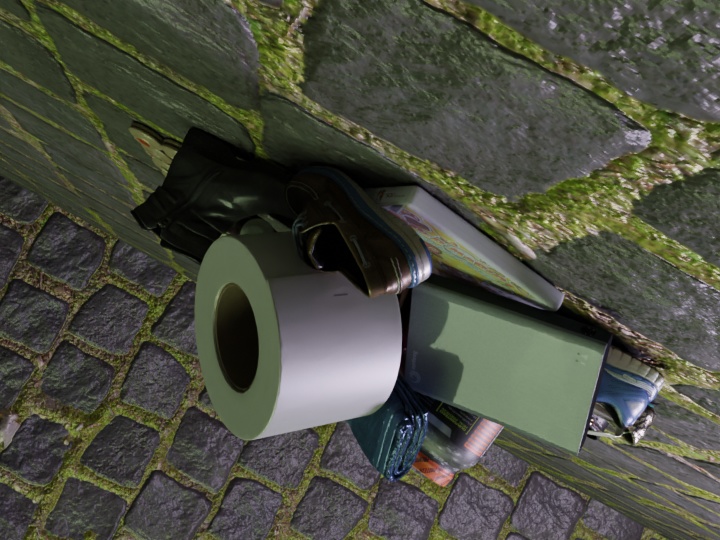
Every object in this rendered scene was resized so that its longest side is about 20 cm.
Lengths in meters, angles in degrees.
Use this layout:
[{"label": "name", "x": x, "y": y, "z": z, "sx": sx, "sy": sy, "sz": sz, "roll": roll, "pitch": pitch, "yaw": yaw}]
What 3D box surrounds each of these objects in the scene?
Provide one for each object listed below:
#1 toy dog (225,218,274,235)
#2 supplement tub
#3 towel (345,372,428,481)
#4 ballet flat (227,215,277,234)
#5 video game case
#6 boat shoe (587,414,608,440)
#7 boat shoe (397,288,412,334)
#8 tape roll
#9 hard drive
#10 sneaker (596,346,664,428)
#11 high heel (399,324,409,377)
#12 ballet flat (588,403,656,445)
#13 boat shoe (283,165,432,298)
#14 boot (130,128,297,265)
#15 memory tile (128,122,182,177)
[{"label": "toy dog", "x": -0.119, "y": 0.017, "z": 1.076, "sx": 0.131, "sy": 0.097, "sz": 0.200, "roll": -12, "pitch": 154, "yaw": 26}, {"label": "supplement tub", "x": 0.120, "y": 0.141, "z": 0.964, "sx": 0.122, "sy": 0.200, "sz": 0.123, "roll": 38, "pitch": 178, "yaw": 1}, {"label": "towel", "x": 0.004, "y": 0.129, "z": 0.927, "sx": 0.048, "sy": 0.112, "sz": 0.200, "roll": -12, "pitch": -135, "yaw": -30}, {"label": "ballet flat", "x": -0.151, "y": -0.052, "z": 1.099, "sx": 0.067, "sy": 0.046, "sz": 0.200, "roll": 44, "pitch": -176, "yaw": 34}, {"label": "video game case", "x": 0.077, "y": -0.022, "z": 0.826, "sx": 0.199, "sy": 0.023, "sz": 0.182, "roll": 33, "pitch": 168, "yaw": -26}, {"label": "boat shoe", "x": 0.274, "y": 0.171, "z": 1.149, "sx": 0.201, "sy": 0.063, "sz": 0.074, "roll": 34, "pitch": 170, "yaw": -22}, {"label": "boat shoe", "x": 0.022, "y": 0.026, "z": 0.934, "sx": 0.065, "sy": 0.073, "sz": 0.200, "roll": 23, "pitch": 169, "yaw": 12}, {"label": "tape roll", "x": -0.069, "y": 0.060, "z": 0.847, "sx": 0.138, "sy": 0.204, "sz": 0.202, "roll": -5, "pitch": -170, "yaw": -34}, {"label": "hard drive", "x": 0.142, "y": 0.092, "z": 0.840, "sx": 0.199, "sy": 0.033, "sz": 0.140, "roll": 19, "pitch": 125, "yaw": 24}, {"label": "sneaker", "x": 0.211, "y": 0.101, "z": 0.865, "sx": 0.199, "sy": 0.090, "sz": 0.079, "roll": 28, "pitch": 179, "yaw": 7}, {"label": "high heel", "x": 0.086, "y": 0.078, "z": 1.087, "sx": 0.200, "sy": 0.067, "sz": 0.097, "roll": -23, "pitch": -97, "yaw": -56}, {"label": "ballet flat", "x": 0.282, "y": 0.162, "z": 1.038, "sx": 0.199, "sy": 0.076, "sz": 0.068, "roll": 31, "pitch": 170, "yaw": -13}, {"label": "boat shoe", "x": -0.023, "y": -0.038, "z": 0.760, "sx": 0.200, "sy": 0.072, "sz": 0.073, "roll": 34, "pitch": 143, "yaw": 46}, {"label": "boot", "x": -0.143, "y": -0.058, "z": 0.904, "sx": 0.199, "sy": 0.132, "sz": 0.070, "roll": 26, "pitch": 169, "yaw": 21}, {"label": "memory tile", "x": -0.223, "y": -0.129, "z": 1.112, "sx": 0.153, "sy": 0.017, "sz": 0.200, "roll": 26, "pitch": 169, "yaw": 9}]
